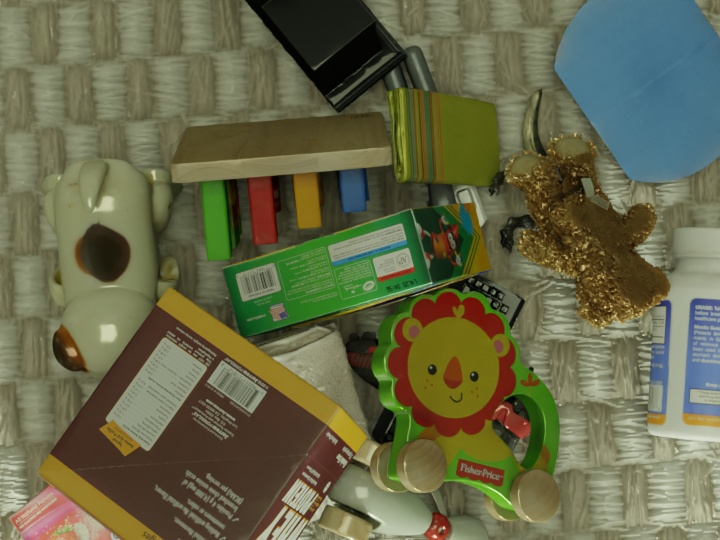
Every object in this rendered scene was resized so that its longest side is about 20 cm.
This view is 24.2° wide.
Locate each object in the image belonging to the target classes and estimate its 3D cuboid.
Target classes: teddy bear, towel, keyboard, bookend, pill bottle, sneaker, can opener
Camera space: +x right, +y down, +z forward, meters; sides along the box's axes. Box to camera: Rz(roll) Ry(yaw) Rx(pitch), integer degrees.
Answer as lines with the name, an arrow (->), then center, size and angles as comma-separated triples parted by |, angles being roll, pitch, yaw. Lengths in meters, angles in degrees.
teddy bear -> 0.215, -0.038, 1.617 | 0.200, 0.067, 0.145 | 48, 58, 4
towel -> 0.082, -0.123, 1.597 | 0.018, 0.199, 0.087 | -3, 89, 30
keyboard -> 0.107, 0.112, 1.664 | 0.126, 0.021, 0.201 | 28, 89, 2
bookend -> -0.059, -0.276, 1.577 | 0.092, 0.200, 0.199 | -38, 77, -1
towel -> -0.057, 0.155, 1.624 | 0.132, 0.035, 0.201 | -18, 109, 0
pill bottle -> 0.337, 0.062, 1.620 | 0.111, 0.112, 0.202 | 4, 88, 0
sneaker -> 0.064, 0.133, 1.620 | 0.199, 0.071, 0.098 | 27, 85, 6
can opener -> 0.072, -0.125, 1.656 | 0.052, 0.066, 0.202 | -19, 83, 1

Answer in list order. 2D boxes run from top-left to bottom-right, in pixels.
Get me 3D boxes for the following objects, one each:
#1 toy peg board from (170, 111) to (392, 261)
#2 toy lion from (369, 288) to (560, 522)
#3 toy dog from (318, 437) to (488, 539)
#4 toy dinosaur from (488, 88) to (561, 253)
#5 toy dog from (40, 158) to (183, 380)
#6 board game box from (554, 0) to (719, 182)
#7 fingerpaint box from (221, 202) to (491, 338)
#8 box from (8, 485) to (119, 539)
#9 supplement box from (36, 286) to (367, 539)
toy peg board -> -0.070, -0.080, 1.596 | 0.197, 0.200, 0.099 | -4, 105, 0
toy lion -> 0.098, 0.119, 1.539 | 0.199, 0.069, 0.193 | 18, 76, -25
toy dog -> 0.026, 0.227, 1.607 | 0.132, 0.096, 0.200 | -47, 124, -18
toy dinosaur -> 0.174, -0.071, 1.660 | 0.088, 0.047, 0.201 | -20, 87, -15
toy dog -> -0.229, 0.004, 1.590 | 0.138, 0.194, 0.202 | -1, 81, -12
board game box -> 0.287, -0.188, 1.670 | 0.158, 0.039, 0.201 | -36, 93, -7
fingerpaint box -> 0.000, 0.000, 1.563 | 0.199, 0.167, 0.074 | -17, 88, 23
box -> -0.226, 0.211, 1.622 | 0.200, 0.095, 0.103 | -38, 87, -1
supplement box -> -0.136, 0.163, 1.488 | 0.197, 0.133, 0.201 | 33, 82, 17
